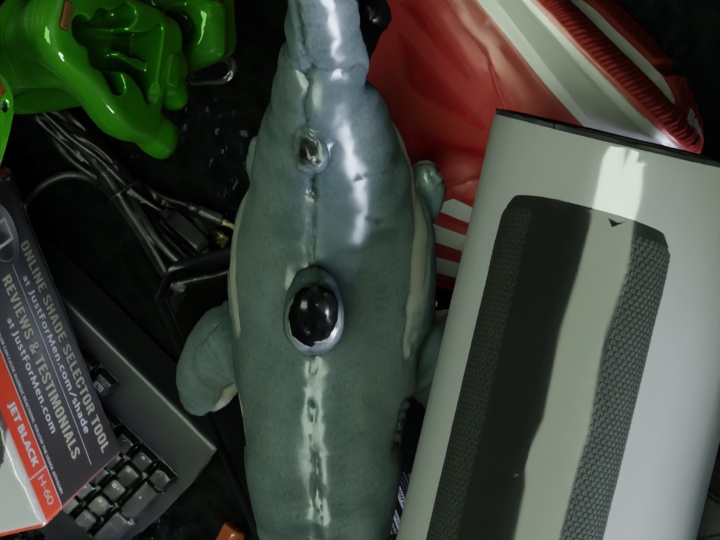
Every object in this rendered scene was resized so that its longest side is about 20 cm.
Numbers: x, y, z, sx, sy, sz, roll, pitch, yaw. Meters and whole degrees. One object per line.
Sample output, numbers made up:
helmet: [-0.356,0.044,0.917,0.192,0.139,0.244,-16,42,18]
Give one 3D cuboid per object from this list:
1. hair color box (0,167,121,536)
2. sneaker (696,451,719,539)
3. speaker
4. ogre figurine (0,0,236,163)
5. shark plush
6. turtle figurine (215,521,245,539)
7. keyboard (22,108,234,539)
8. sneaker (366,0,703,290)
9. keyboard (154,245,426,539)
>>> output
hair color box: [-0.188,0.044,0.888,0.199,0.061,0.102,-15,103,24]
sneaker: [0.122,0.137,0.811,0.098,0.071,0.201,8,124,55]
speaker: [0.052,0.063,0.747,0.081,0.081,0.201,14,95,11]
ogre figurine: [-0.131,-0.044,0.768,0.119,0.200,0.098,1,129,34]
shark plush: [0.000,0.000,0.738,0.090,0.083,0.201,14,123,0]
turtle figurine: [-0.143,0.123,0.873,0.200,0.161,0.065,-34,72,20]
keyboard: [-0.120,-0.008,0.887,0.200,0.021,0.127,43,112,-1]
sneaker: [-0.006,-0.072,0.808,0.200,0.078,0.116,46,110,0]
keyboard: [0.018,0.065,0.851,0.104,0.040,0.201,-11,121,16]
